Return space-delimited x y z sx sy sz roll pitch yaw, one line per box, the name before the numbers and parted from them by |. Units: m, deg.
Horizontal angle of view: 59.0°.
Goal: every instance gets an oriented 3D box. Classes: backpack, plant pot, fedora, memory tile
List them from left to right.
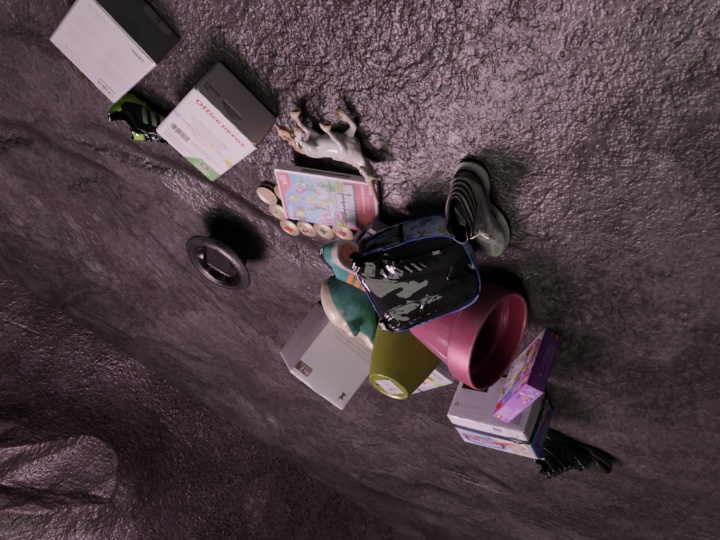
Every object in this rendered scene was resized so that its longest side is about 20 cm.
fedora | -0.330 -0.040 1.559 0.199 0.092 0.201 22 149 14
memory tile | -0.115 -0.123 1.330 0.199 0.017 0.154 7 142 35
plant pot | 0.103 0.172 1.394 0.186 0.201 0.188 21 148 14
backpack | 0.109 -0.009 1.145 0.199 0.147 0.184 -18 118 18
plant pot | 0.199 0.105 1.244 0.178 0.200 0.201 25 153 40

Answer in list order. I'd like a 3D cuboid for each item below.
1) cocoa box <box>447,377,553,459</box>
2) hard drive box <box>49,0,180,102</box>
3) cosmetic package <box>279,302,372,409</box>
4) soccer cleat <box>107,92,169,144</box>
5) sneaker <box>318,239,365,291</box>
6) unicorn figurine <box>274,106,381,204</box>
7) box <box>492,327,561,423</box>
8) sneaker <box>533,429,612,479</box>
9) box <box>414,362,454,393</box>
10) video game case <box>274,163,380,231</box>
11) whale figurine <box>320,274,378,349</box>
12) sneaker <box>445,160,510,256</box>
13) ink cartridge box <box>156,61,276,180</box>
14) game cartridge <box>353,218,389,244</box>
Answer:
cocoa box | 0.332 0.339 1.506 0.199 0.134 0.132 5 142 37
hard drive box | -0.439 -0.409 1.129 0.199 0.077 0.156 -10 131 48
cosmetic package | -0.077 0.204 1.562 0.165 0.165 0.200 39 176 -16
soccer cleat | -0.413 -0.284 1.285 0.199 0.081 0.068 29 150 2
sneaker | 0.000 0.000 1.278 0.080 0.072 0.200 3 151 50
unicorn figurine | -0.044 -0.214 1.095 0.199 0.074 0.138 27 162 34
box | 0.344 0.223 1.324 0.039 0.137 0.200 26 150 6
sneaker | 0.518 0.481 1.579 0.198 0.115 0.076 22 151 9
box | 0.132 0.248 1.638 0.156 0.041 0.200 38 148 -13
video game case | -0.060 -0.137 1.226 0.198 0.018 0.143 11 146 12
whale figurine | -0.002 0.088 1.439 0.103 0.160 0.200 -31 116 18
sneaker | 0.183 -0.070 1.054 0.075 0.116 0.201 4 141 36
ink cartridge box | -0.269 -0.270 1.179 0.145 0.084 0.199 43 148 -21
game cartridge | 0.043 -0.028 1.298 0.129 0.039 0.200 21 152 -14
